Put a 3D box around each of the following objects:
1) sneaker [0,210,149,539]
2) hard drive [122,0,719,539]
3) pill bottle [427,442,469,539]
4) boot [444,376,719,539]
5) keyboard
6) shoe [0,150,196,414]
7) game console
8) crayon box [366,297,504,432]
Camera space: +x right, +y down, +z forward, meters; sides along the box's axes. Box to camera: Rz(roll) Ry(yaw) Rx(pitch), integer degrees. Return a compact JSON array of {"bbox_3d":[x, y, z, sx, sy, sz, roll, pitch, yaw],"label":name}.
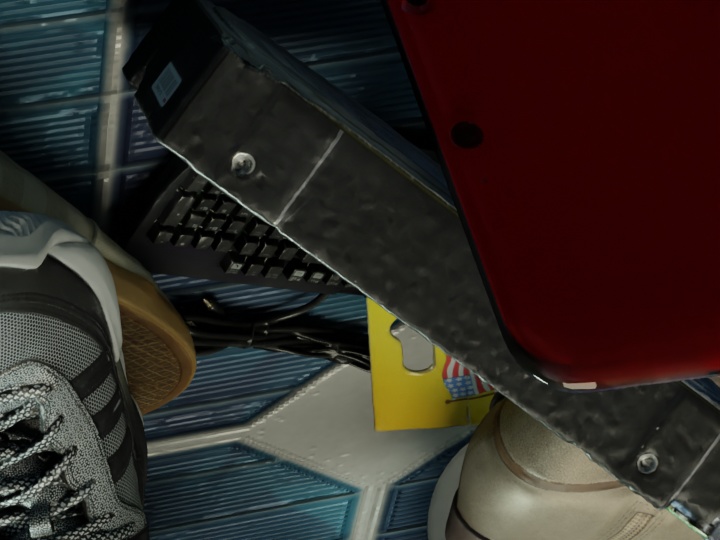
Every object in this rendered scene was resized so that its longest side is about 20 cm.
[{"bbox_3d":[-0.097,0.067,0.853,0.075,0.114,0.200,-14,152,0],"label":"sneaker"},{"bbox_3d":[0.025,-0.004,0.808,0.200,0.140,0.038,37,94,-13],"label":"hard drive"},{"bbox_3d":[0.087,0.142,1.175,0.114,0.115,0.200,-19,149,1],"label":"pill bottle"},{"bbox_3d":[0.132,0.072,0.977,0.199,0.070,0.146,15,136,-20],"label":"boot"},{"bbox_3d":[0.000,0.000,0.994,0.199,0.021,0.127,7,140,-35],"label":"keyboard"},{"bbox_3d":[-0.109,-0.005,0.897,0.070,0.054,0.200,-20,151,13],"label":"shoe"},{"bbox_3d":[0.091,-0.035,0.809,0.118,0.201,0.172,-22,149,7],"label":"game console"},{"bbox_3d":[0.097,-0.010,0.957,0.199,0.051,0.127,-8,144,-4],"label":"crayon box"}]
